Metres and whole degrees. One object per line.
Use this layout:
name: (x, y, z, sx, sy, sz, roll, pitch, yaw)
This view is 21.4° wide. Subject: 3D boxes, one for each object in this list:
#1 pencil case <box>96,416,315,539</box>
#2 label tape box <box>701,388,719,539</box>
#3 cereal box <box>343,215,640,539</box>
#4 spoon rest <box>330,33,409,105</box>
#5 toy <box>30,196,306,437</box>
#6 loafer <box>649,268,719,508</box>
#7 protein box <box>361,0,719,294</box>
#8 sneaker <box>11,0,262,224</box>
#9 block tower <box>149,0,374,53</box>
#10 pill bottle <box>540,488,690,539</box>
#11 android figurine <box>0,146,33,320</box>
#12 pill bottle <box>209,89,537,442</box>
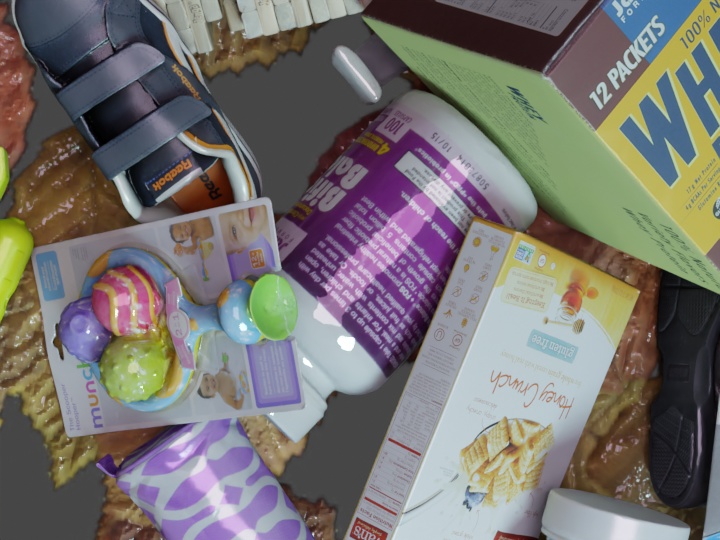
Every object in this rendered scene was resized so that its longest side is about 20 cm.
pencil case: (-0.065, 0.175, 1.119, 0.085, 0.084, 0.201, -31, 90, 16)
label tape box: (0.267, 0.105, 1.127, 0.144, 0.063, 0.202, 11, 85, -49)
cereal box: (0.079, 0.082, 1.106, 0.039, 0.144, 0.201, 22, 91, 39)
spoon rest: (0.060, -0.169, 1.164, 0.200, 0.061, 0.100, -39, 94, -20)
toy: (-0.122, 0.032, 1.067, 0.199, 0.047, 0.116, -10, 91, 37)
loafer: (0.221, 0.046, 1.169, 0.063, 0.072, 0.202, 6, 93, -26)
protein box: (0.145, -0.113, 1.060, 0.135, 0.200, 0.198, -50, 121, -6)
sneaker: (-0.122, -0.090, 1.083, 0.078, 0.080, 0.200, -34, 117, 16)
block tower: (-0.083, -0.166, 1.117, 0.198, 0.058, 0.054, -14, 121, 3)
pill bottle: (0.129, 0.235, 1.112, 0.112, 0.113, 0.202, 14, 91, -6)
android figurine: (-0.283, -0.033, 1.119, 0.181, 0.041, 0.201, 22, 86, -5)
pill bottle: (0.000, 0.000, 1.114, 0.112, 0.112, 0.200, 44, 83, -3)
